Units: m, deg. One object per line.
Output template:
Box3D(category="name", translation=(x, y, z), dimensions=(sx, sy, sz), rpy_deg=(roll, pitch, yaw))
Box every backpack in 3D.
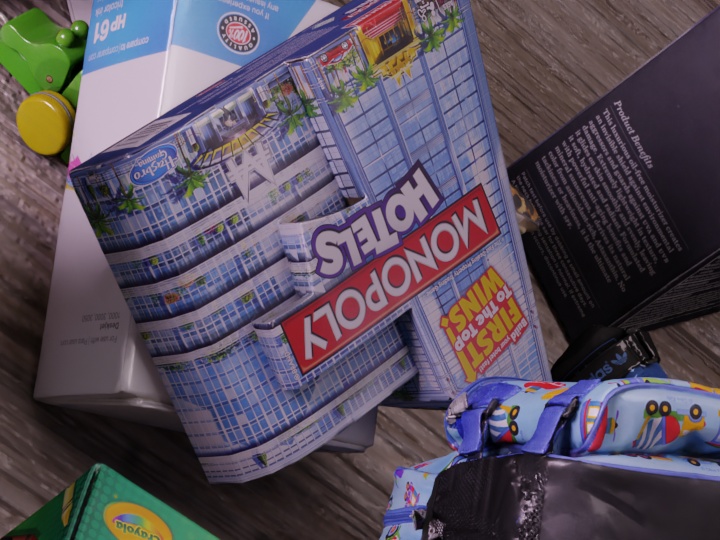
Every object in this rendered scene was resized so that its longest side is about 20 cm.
Box3D(category="backpack", translation=(0.093, 0.118, 0.914), dimensions=(0.181, 0.200, 0.136), rpy_deg=(10, 81, -27))

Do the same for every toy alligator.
Box3D(category="toy alligator", translation=(-0.135, -0.091, 1.034), dimensions=(0.200, 0.054, 0.059), rpy_deg=(52, 38, -2))

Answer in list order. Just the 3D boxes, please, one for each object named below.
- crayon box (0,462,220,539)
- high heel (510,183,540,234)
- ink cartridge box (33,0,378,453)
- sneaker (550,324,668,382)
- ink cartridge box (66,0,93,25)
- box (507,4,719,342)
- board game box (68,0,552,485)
Box3D(category="crayon box", translation=(-0.066, 0.171, 0.856), dimensions=(0.200, 0.119, 0.058), rpy_deg=(36, 41, -21))
Box3D(category="high heel", translation=(0.015, -0.096, 1.176), dimensions=(0.199, 0.071, 0.144), rpy_deg=(16, 57, -27))
Box3D(category="ink cartridge box", translation=(-0.059, -0.024, 0.985), dimensions=(0.144, 0.084, 0.202), rpy_deg=(16, 75, -37))
Box3D(category="sneaker", translation=(0.140, 0.086, 1.125), dimensions=(0.111, 0.077, 0.200), rpy_deg=(52, 10, 4))
Box3D(category="ink cartridge box", translation=(-0.070, -0.220, 1.084), dimensions=(0.084, 0.200, 0.146), rpy_deg=(8, 56, -46))
Box3D(category="box", translation=(0.223, -0.064, 1.268), dimensions=(0.199, 0.198, 0.124), rpy_deg=(-12, 70, -50))
Box3D(category="board game box", translation=(0.000, 0.000, 0.937), dimensions=(0.200, 0.061, 0.201), rpy_deg=(-36, 109, -36))
